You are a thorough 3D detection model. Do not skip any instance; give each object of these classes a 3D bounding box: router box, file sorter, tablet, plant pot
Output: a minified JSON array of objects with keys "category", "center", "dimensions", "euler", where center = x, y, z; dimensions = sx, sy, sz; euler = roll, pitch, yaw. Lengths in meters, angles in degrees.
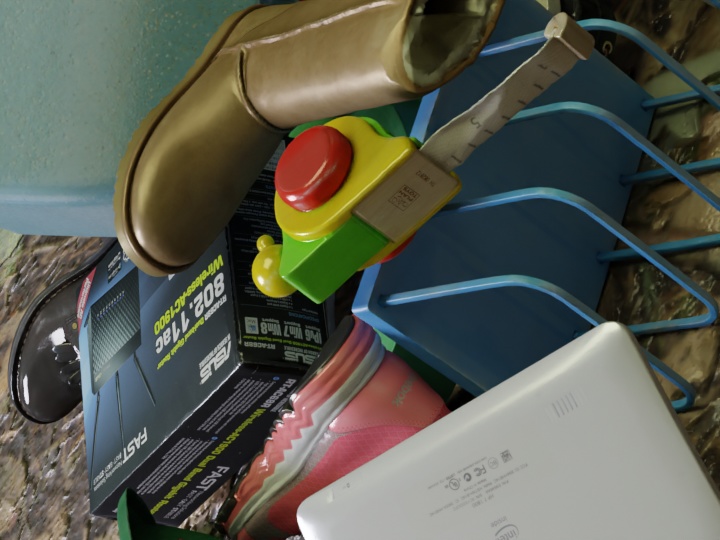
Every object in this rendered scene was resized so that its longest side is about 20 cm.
[{"category":"router box","center":[-0.092,0.035,1.441],"dimensions":[0.200,0.062,0.151],"euler":[-45,44,47]},{"category":"file sorter","center":[0.109,-0.041,1.246],"dimensions":[0.122,0.138,0.201],"euler":[-10,54,49]},{"category":"tablet","center":[0.070,0.122,1.151],"dimensions":[0.199,0.014,0.131],"euler":[-33,82,31]},{"category":"plant pot","center":[-0.137,-0.116,1.536],"dimensions":[0.198,0.196,0.198],"euler":[9,87,18]}]

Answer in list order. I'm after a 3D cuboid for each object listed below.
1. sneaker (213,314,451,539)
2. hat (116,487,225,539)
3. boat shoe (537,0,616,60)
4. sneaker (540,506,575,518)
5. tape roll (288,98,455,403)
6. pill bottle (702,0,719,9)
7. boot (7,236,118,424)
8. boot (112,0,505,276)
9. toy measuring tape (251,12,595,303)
[{"category":"sneaker","center":[-0.012,0.106,1.305],"dimensions":[0.074,0.086,0.200],"euler":[-55,-2,-35]},{"category":"hat","center":[-0.013,0.178,1.308],"dimensions":[0.175,0.166,0.201],"euler":[-19,61,2]},{"category":"boat shoe","center":[0.076,-0.063,1.398],"dimensions":[0.074,0.063,0.202],"euler":[47,117,48]},{"category":"sneaker","center":[0.065,0.122,1.235],"dimensions":[0.199,0.075,0.081],"euler":[-18,37,41]},{"category":"tape roll","center":[0.000,0.000,1.399],"dimensions":[0.200,0.048,0.202],"euler":[-28,57,55]},{"category":"pill bottle","center":[0.211,-0.239,1.306],"dimensions":[0.201,0.109,0.109],"euler":[-56,29,1]},{"category":"boot","center":[-0.145,0.056,1.615],"dimensions":[0.201,0.069,0.174],"euler":[-54,35,17]},{"category":"boot","center":[-0.029,-0.085,1.281],"dimensions":[0.199,0.066,0.176],"euler":[-9,51,53]},{"category":"toy measuring tape","center":[0.021,-0.061,1.192],"dimensions":[0.200,0.073,0.074],"euler":[-42,32,17]}]
